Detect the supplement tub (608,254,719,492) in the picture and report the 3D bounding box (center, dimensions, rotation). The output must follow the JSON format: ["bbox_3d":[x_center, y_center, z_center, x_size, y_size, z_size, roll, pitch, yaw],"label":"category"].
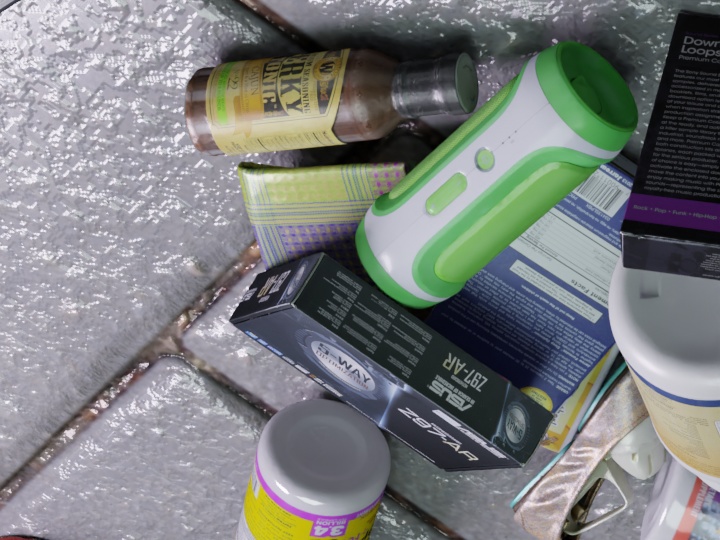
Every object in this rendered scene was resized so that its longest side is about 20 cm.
[{"bbox_3d":[0.250,0.056,1.594,0.144,0.145,0.200,1,152,20],"label":"supplement tub"}]

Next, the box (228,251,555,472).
[{"bbox_3d":[0.019,0.067,1.671,0.200,0.044,0.160,35,165,-13],"label":"box"}]

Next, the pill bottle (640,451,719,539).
[{"bbox_3d":[0.312,0.183,1.743,0.199,0.112,0.112,19,137,2],"label":"pill bottle"}]

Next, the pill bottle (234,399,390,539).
[{"bbox_3d":[-0.043,0.200,1.902,0.104,0.105,0.201,18,137,3],"label":"pill bottle"}]

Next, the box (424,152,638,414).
[{"bbox_3d":[0.135,0.006,1.656,0.121,0.032,0.200,32,118,-11],"label":"box"}]

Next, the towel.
[{"bbox_3d":[0.000,0.000,1.716,0.143,0.023,0.201,-2,131,23],"label":"towel"}]

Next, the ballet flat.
[{"bbox_3d":[0.183,0.135,1.761,0.067,0.068,0.200,47,132,17],"label":"ballet flat"}]

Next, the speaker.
[{"bbox_3d":[0.087,-0.060,1.573,0.088,0.089,0.200,38,123,-17],"label":"speaker"}]

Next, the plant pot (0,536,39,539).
[{"bbox_3d":[-0.305,0.342,2.090,0.199,0.178,0.201,10,136,10],"label":"plant pot"}]

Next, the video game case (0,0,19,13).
[{"bbox_3d":[-0.344,-0.207,1.620,0.199,0.026,0.181,-27,130,26],"label":"video game case"}]

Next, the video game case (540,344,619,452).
[{"bbox_3d":[0.096,0.036,1.747,0.181,0.023,0.200,21,136,0],"label":"video game case"}]

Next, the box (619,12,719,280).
[{"bbox_3d":[0.244,-0.073,1.452,0.142,0.201,0.036,8,139,14],"label":"box"}]

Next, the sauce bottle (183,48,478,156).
[{"bbox_3d":[-0.019,-0.116,1.611,0.199,0.065,0.065,-6,131,23],"label":"sauce bottle"}]
